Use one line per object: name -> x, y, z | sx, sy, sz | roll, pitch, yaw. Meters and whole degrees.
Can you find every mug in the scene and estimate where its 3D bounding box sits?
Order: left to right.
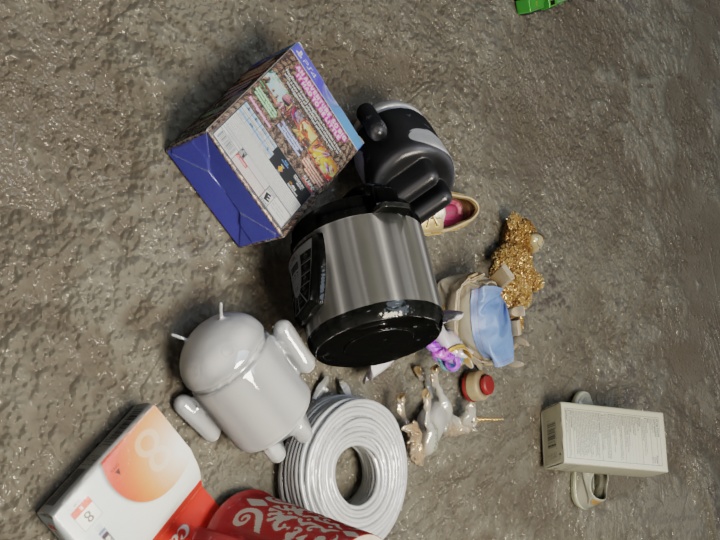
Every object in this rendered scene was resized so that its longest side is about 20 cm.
mug -> -0.083, 0.337, 1.013 | 0.176, 0.198, 0.136 | -10, 98, -47

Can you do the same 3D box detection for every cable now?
cable -> -0.017, 0.265, 1.190 | 0.201, 0.069, 0.201 | 53, 52, -24

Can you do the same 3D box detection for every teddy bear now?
teddy bear -> 0.258, 0.005, 1.493 | 0.145, 0.066, 0.201 | 50, 54, -29

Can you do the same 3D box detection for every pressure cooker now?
pressure cooker -> 0.002, 0.000, 1.117 | 0.179, 0.173, 0.203 | 44, 31, -63

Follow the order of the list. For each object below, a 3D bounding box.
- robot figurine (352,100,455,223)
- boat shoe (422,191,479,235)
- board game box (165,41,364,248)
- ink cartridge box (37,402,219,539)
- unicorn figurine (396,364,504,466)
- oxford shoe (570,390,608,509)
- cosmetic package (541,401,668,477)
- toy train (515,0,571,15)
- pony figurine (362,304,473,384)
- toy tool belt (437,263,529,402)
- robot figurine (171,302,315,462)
robot figurine -> 0.055, -0.148, 1.250 | 0.123, 0.201, 0.152 | -4, 129, -17
boat shoe -> 0.101, -0.089, 1.359 | 0.198, 0.069, 0.075 | -13, 92, -44
board game box -> -0.116, -0.157, 1.147 | 0.160, 0.096, 0.201 | 55, 51, -22
ink cartridge box -> -0.231, 0.275, 1.002 | 0.201, 0.050, 0.163 | 54, 52, -19
unicorn figurine -> 0.112, 0.210, 1.323 | 0.199, 0.073, 0.139 | -37, 116, -40
oxford shoe -> 0.401, 0.312, 1.585 | 0.074, 0.057, 0.203 | 11, 74, -39
cosmetic package -> 0.408, 0.285, 1.526 | 0.197, 0.073, 0.105 | 9, 68, -16
toy train -> 0.347, -0.513, 1.682 | 0.199, 0.041, 0.057 | -30, 113, -42
pony figurine -> 0.075, 0.059, 1.263 | 0.192, 0.166, 0.202 | -9, 68, -56
toy tool belt -> 0.194, 0.097, 1.371 | 0.124, 0.122, 0.203 | -16, 94, -51
robot figurine -> -0.136, 0.132, 1.070 | 0.169, 0.113, 0.201 | -36, 112, -5
